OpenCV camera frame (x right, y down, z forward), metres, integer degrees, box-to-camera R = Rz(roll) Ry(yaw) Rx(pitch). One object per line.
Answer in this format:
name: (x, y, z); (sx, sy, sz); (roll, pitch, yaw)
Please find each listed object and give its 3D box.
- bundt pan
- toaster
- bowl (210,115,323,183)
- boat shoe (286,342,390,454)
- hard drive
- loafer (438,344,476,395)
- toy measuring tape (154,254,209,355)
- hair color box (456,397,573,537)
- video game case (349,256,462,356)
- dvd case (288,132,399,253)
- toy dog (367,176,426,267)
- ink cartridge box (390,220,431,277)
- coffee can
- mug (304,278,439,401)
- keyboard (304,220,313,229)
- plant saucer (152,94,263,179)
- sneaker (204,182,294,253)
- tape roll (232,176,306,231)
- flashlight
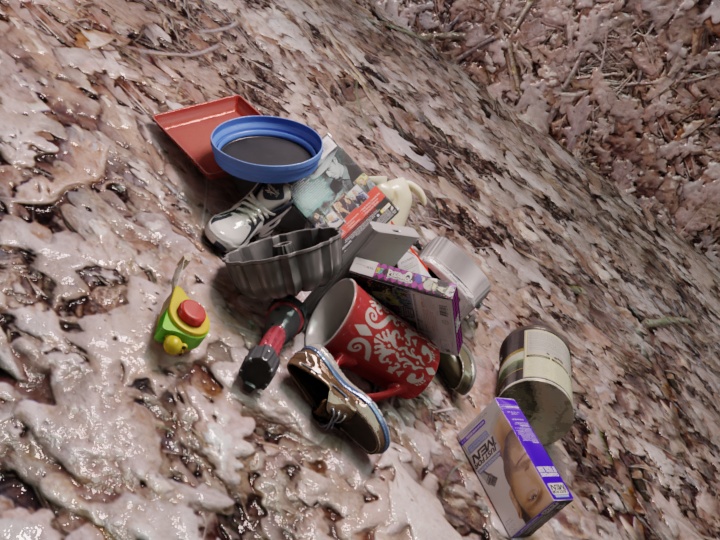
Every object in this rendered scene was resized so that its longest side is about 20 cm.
bundt pan: (-0.118, -0.007, 1.398); (0.202, 0.199, 0.077); (-40, 120, -63)
toaster: (0.170, 0.019, 1.788); (0.200, 0.114, 0.129); (46, 29, 0)
bowl: (-0.165, -0.213, 1.529); (0.197, 0.040, 0.202); (6, 33, -4)
boat shoe: (-0.039, 0.204, 1.304); (0.200, 0.073, 0.072); (46, 39, 15)
hard drive: (0.000, 0.000, 1.492); (0.131, 0.200, 0.026); (4, 43, -52)
loafer: (0.152, 0.152, 1.630); (0.069, 0.076, 0.201); (7, 37, -30)
toy measuring tape: (-0.246, 0.055, 1.243); (0.073, 0.074, 0.201); (30, 29, -20)
hair color box: (0.254, 0.327, 1.450); (0.064, 0.110, 0.201); (11, 39, -44)
video game case: (0.081, 0.064, 1.465); (0.179, 0.201, 0.036); (15, 62, 19)
dvd case: (-0.044, -0.134, 1.603); (0.200, 0.146, 0.022); (47, -15, -2)
toy dog: (0.041, -0.077, 1.719); (0.192, 0.139, 0.203); (-6, 88, -29)
ink cartridge box: (0.120, 0.015, 1.595); (0.160, 0.047, 0.202); (49, 24, -41)
coffee can: (0.336, 0.218, 1.675); (0.146, 0.147, 0.201); (37, 27, -7)
mug: (0.015, 0.140, 1.435); (0.199, 0.179, 0.133); (33, -15, -24)
keyboard: (-0.082, -0.058, 1.597); (0.056, 0.011, 0.202); (27, 55, -20)
plant saucer: (-0.254, -0.244, 1.614); (0.198, 0.037, 0.200); (-23, 54, -35)
sneaker: (-0.181, -0.109, 1.499); (0.080, 0.130, 0.198); (46, 27, 14)
tape roll: (-0.150, -0.167, 1.695); (0.199, 0.066, 0.201); (32, 28, -19)
flashlight: (-0.130, 0.104, 1.314); (0.200, 0.067, 0.068); (-68, 141, -67)
